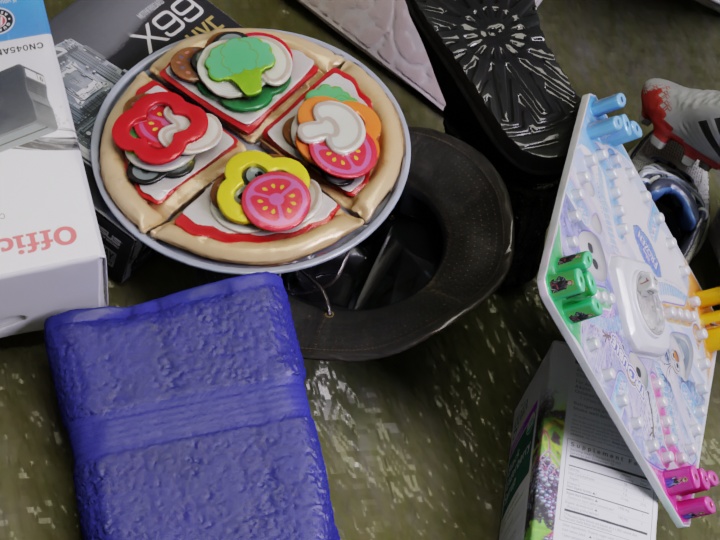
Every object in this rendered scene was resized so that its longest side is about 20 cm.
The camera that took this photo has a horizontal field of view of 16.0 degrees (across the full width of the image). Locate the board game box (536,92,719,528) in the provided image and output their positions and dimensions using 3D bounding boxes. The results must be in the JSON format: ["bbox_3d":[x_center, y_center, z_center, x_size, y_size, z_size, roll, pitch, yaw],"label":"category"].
[{"bbox_3d":[0.175,0.020,1.555,0.200,0.026,0.200,58,30,-28],"label":"board game box"}]

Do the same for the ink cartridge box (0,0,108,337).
[{"bbox_3d":[-0.241,-0.064,1.527,0.144,0.084,0.201,-12,68,-10],"label":"ink cartridge box"}]

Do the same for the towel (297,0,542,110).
[{"bbox_3d":[0.047,-0.237,1.752,0.191,0.200,0.032,38,25,8],"label":"towel"}]

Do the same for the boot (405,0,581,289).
[{"bbox_3d":[0.072,-0.107,1.676,0.079,0.158,0.212,-12,62,-18],"label":"boot"}]

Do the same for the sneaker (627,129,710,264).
[{"bbox_3d":[0.205,-0.036,1.719,0.077,0.085,0.200,23,47,-3],"label":"sneaker"}]

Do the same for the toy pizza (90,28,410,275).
[{"bbox_3d":[-0.068,-0.082,1.588,0.199,0.032,0.201,1,52,-2],"label":"toy pizza"}]

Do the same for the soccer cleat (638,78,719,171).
[{"bbox_3d":[0.254,-0.094,1.682,0.068,0.085,0.200,17,18,-31],"label":"soccer cleat"}]

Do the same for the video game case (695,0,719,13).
[{"bbox_3d":[0.206,-0.224,1.834,0.182,0.023,0.200,26,8,0],"label":"video game case"}]

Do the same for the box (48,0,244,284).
[{"bbox_3d":[-0.147,-0.103,1.659,0.158,0.050,0.200,39,50,11],"label":"box"}]

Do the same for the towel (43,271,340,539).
[{"bbox_3d":[-0.096,0.106,1.490,0.147,0.050,0.201,-11,65,-6],"label":"towel"}]

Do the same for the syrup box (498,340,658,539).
[{"bbox_3d":[0.131,0.148,1.546,0.081,0.079,0.200,16,49,-8],"label":"syrup box"}]

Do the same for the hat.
[{"bbox_3d":[0.000,0.000,1.605,0.200,0.081,0.201,-5,51,6],"label":"hat"}]

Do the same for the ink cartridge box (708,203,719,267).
[{"bbox_3d":[0.335,0.013,1.703,0.199,0.050,0.161,21,12,-2],"label":"ink cartridge box"}]
